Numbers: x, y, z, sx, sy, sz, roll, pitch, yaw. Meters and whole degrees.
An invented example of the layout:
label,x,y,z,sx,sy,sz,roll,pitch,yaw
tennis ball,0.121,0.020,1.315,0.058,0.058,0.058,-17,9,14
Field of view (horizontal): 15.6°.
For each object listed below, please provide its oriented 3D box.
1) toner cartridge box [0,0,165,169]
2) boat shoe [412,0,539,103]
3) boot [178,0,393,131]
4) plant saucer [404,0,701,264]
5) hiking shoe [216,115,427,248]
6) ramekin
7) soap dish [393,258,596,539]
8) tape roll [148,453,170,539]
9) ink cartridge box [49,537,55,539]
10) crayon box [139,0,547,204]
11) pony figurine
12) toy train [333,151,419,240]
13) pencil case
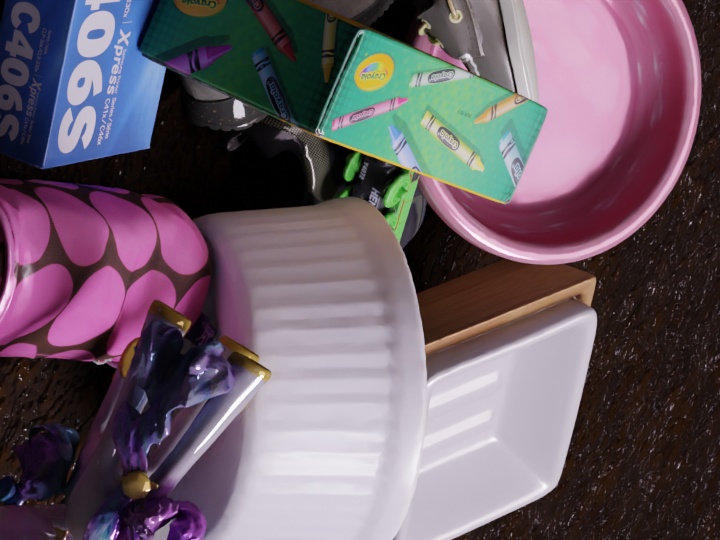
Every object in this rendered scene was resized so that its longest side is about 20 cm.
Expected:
label,x,y,z,sx,sy,sz,roll,pitch,yaw
toner cartridge box,-0.124,-0.154,1.273,0.095,0.043,0.201,-19,126,-60
boat shoe,0.056,-0.161,1.457,0.072,0.060,0.202,-88,164,-61
boot,-0.040,-0.178,1.404,0.200,0.068,0.131,-50,145,-36
plant saucer,0.106,-0.106,1.552,0.200,0.051,0.201,-4,99,-25
hiking shoe,-0.029,-0.056,1.528,0.101,0.076,0.200,-49,144,-12
ramekin,-0.047,0.060,1.423,0.097,0.201,0.201,-1,116,-23
soap dish,0.066,0.087,1.730,0.157,0.081,0.200,-21,143,-26
tape roll,-0.063,0.102,1.609,0.203,0.037,0.203,-44,145,-42
ink cartridge box,-0.216,0.235,1.397,0.200,0.044,0.094,-52,152,-32
crayon box,-0.004,-0.096,1.340,0.200,0.119,0.058,16,98,-58
pony figurine,-0.119,0.117,1.241,0.200,0.166,0.193,-58,-173,-1
toy train,0.000,0.000,1.519,0.056,0.042,0.200,-36,152,-45
pencil case,-0.152,0.005,1.300,0.094,0.091,0.200,-61,154,11
